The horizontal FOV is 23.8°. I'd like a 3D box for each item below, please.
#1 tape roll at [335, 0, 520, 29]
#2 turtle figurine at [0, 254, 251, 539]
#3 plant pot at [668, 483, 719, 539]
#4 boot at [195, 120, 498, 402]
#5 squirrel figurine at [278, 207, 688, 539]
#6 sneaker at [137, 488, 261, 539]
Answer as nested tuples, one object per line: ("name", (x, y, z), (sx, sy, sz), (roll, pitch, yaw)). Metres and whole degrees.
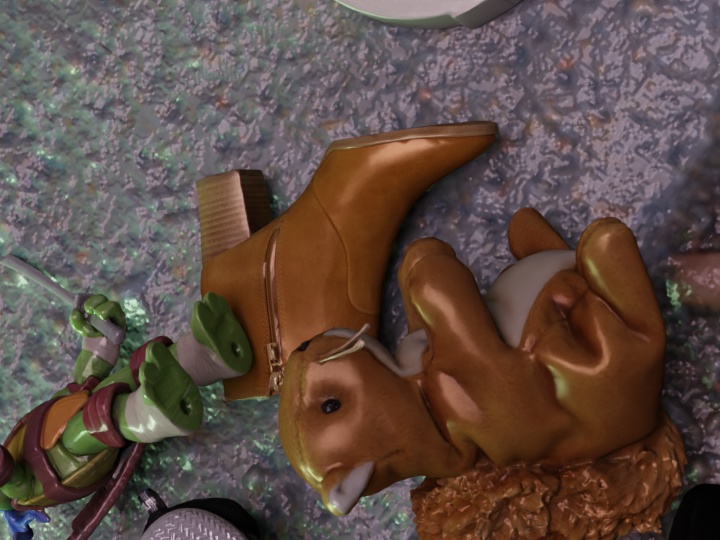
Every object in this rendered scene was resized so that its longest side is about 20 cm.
("tape roll", (0.039, -0.237, 0.965), (0.202, 0.037, 0.204), (-1, 87, 23))
("turtle figurine", (-0.174, 0.053, 0.963), (0.193, 0.144, 0.201), (-20, 73, 30))
("plant pot", (0.223, 0.216, 0.794), (0.199, 0.177, 0.201), (5, 89, 23))
("boot", (-0.001, 0.000, 0.962), (0.201, 0.071, 0.145), (-13, 88, 27))
("squirrel figurine", (0.059, 0.082, 0.871), (0.186, 0.142, 0.201), (-26, 107, -11))
("sneaker", (-0.052, 0.195, 0.970), (0.075, 0.114, 0.200), (-45, 108, -2))
